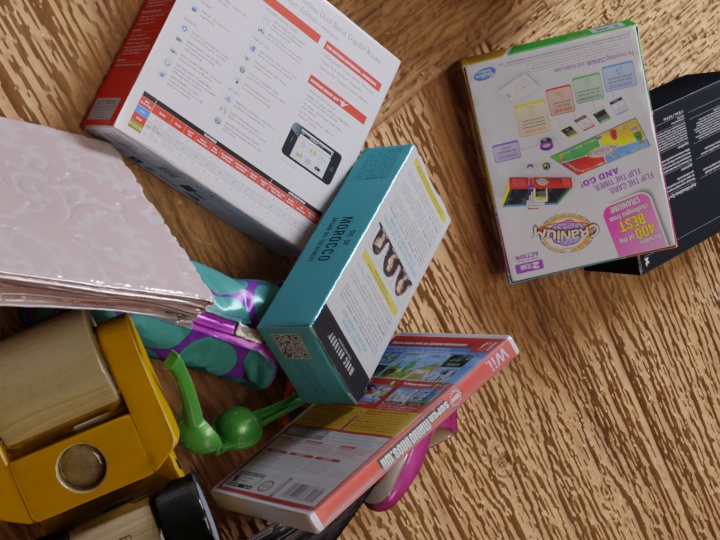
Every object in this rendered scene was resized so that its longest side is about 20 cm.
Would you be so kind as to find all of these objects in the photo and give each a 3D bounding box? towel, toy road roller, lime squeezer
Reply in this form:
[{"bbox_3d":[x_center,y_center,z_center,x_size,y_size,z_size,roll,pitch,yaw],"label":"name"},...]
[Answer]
[{"bbox_3d":[-0.210,-0.038,0.882,0.191,0.200,0.032,10,119,-39],"label":"towel"},{"bbox_3d":[-0.180,0.126,0.943,0.123,0.146,0.200,-23,97,-5],"label":"toy road roller"},{"bbox_3d":[-0.092,0.097,0.992,0.200,0.038,0.071,18,91,-59],"label":"lime squeezer"}]

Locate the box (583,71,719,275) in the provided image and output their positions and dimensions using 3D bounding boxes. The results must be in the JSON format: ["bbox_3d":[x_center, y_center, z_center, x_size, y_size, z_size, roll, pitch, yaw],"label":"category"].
[{"bbox_3d":[0.290,-0.096,1.333,0.200,0.079,0.141,-25,106,-34],"label":"box"}]

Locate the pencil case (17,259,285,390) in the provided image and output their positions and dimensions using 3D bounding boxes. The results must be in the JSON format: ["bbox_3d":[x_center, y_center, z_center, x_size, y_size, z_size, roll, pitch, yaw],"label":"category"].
[{"bbox_3d":[-0.142,0.025,0.995,0.200,0.092,0.085,18,86,-37],"label":"pencil case"}]

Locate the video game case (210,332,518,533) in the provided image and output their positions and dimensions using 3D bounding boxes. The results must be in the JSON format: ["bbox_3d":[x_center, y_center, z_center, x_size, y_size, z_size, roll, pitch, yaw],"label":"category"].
[{"bbox_3d":[0.001,0.108,0.989,0.200,0.143,0.017,-39,109,-27],"label":"video game case"}]

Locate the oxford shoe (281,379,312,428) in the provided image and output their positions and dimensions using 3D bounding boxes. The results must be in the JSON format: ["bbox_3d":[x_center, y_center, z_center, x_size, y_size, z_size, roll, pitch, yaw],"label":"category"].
[{"bbox_3d":[-0.016,0.056,1.127,0.073,0.071,0.200,74,33,-65],"label":"oxford shoe"}]

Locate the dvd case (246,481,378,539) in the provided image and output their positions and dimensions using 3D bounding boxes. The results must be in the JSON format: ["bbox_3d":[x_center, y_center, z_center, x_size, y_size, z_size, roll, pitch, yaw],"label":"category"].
[{"bbox_3d":[-0.069,0.218,1.028,0.149,0.200,0.016,-28,70,-33],"label":"dvd case"}]

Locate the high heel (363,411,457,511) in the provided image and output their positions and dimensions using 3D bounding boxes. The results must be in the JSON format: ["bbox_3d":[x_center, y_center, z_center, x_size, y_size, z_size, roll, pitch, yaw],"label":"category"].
[{"bbox_3d":[0.044,0.148,1.120,0.067,0.200,0.096,-30,111,16],"label":"high heel"}]

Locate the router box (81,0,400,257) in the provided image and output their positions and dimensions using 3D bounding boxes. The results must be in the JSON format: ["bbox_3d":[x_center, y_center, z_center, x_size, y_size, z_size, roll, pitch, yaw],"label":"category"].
[{"bbox_3d":[-0.083,-0.133,1.054,0.200,0.049,0.180,35,73,-35],"label":"router box"}]

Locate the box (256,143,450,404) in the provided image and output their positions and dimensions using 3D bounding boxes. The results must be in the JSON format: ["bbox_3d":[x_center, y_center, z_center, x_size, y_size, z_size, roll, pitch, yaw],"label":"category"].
[{"bbox_3d":[0.000,0.000,1.049,0.082,0.049,0.200,61,42,-34],"label":"box"}]

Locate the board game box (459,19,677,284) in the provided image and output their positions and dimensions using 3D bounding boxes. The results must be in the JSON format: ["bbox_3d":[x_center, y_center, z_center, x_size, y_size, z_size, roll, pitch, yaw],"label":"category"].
[{"bbox_3d":[0.181,-0.102,1.217,0.153,0.040,0.200,-12,105,4],"label":"board game box"}]
